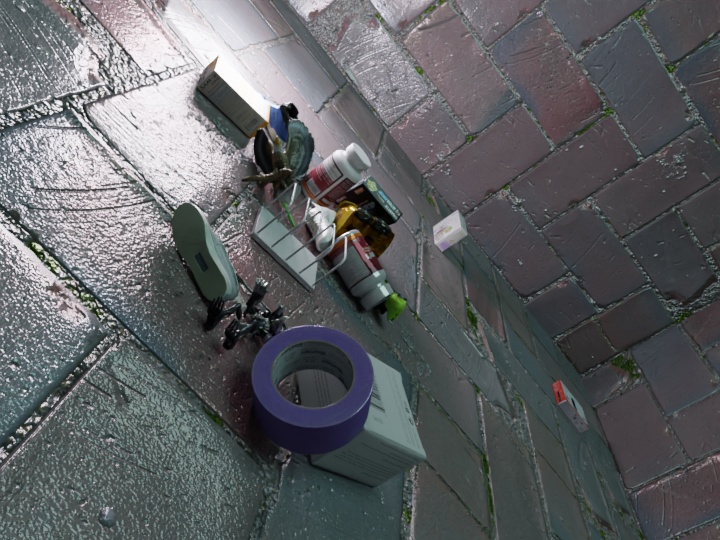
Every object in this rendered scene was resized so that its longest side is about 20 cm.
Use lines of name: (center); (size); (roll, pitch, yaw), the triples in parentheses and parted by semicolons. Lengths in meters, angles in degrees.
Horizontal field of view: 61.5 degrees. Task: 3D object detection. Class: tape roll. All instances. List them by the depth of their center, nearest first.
tape roll: (-0.080, 0.194, 1.005); (0.199, 0.085, 0.201); (4, 45, -4)

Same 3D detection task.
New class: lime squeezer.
lime squeezer: (-0.209, -0.200, 1.603); (0.071, 0.038, 0.200); (79, -5, -48)

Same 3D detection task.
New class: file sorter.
file sorter: (-0.136, -0.082, 1.429); (0.200, 0.124, 0.139); (46, 22, -24)

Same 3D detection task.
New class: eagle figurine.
eagle figurine: (-0.204, -0.287, 1.548); (0.151, 0.151, 0.200); (24, 36, -19)

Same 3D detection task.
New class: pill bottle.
pill bottle: (0.000, 0.000, 1.626); (0.200, 0.109, 0.110); (57, 20, 8)
pill bottle: (-0.071, -0.278, 1.778); (0.113, 0.200, 0.113); (45, 22, -24)

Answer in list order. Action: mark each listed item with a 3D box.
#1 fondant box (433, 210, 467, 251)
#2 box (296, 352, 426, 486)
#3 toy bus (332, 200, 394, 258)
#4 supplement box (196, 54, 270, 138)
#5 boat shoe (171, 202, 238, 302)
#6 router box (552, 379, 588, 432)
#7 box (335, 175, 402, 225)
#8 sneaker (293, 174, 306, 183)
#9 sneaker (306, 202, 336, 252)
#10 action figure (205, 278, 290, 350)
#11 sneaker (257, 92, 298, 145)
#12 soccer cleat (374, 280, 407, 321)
fondant box: (0.412, -0.184, 2.796); (0.058, 0.144, 0.200); (49, 21, -17)
box: (-0.001, 0.274, 1.153); (0.200, 0.131, 0.199); (37, 26, -41)
toy bus: (-0.025, -0.140, 1.788); (0.200, 0.136, 0.192); (29, 18, -47)
supplement box: (-0.344, -0.476, 1.662); (0.200, 0.073, 0.126); (43, 23, -30)
boat shoe: (-0.283, -0.030, 1.115); (0.201, 0.070, 0.071); (63, 10, 13)
router box: (1.025, 0.663, 2.961); (0.200, 0.049, 0.180); (50, 21, -12)
box: (0.020, -0.200, 1.888); (0.159, 0.200, 0.046); (49, 62, -16)
sneaker: (-0.194, -0.328, 1.772); (0.087, 0.074, 0.200); (40, 25, -22)
sneaker: (-0.114, -0.117, 1.638); (0.080, 0.071, 0.201); (29, 25, -19)
action figure: (-0.181, 0.086, 1.097); (0.119, 0.102, 0.200); (48, 19, 18)
sneaker: (-0.248, -0.485, 1.840); (0.077, 0.111, 0.200); (16, 43, -60)
soccer cleat: (0.058, 0.072, 1.715); (0.067, 0.081, 0.200); (29, 9, -34)
